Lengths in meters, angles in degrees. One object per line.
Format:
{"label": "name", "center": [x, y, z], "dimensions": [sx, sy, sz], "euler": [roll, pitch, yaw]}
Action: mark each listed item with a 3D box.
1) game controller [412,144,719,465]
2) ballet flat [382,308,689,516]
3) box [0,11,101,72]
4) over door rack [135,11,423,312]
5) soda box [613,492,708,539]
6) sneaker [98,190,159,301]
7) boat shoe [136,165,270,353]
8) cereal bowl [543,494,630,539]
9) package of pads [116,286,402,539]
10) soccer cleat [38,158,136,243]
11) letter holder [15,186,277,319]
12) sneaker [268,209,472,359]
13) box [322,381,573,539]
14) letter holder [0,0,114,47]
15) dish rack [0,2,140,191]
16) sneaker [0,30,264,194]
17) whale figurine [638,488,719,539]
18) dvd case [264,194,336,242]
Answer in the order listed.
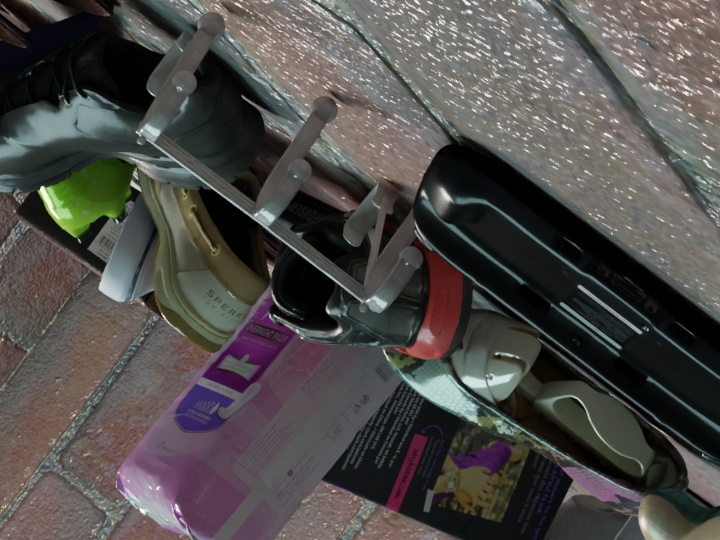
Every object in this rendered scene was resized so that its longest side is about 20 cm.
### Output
{"label": "game controller", "center": [0.109, 0.015, 1.087], "dimensions": [0.199, 0.042, 0.104], "euler": [37, 160, 1]}
{"label": "ballet flat", "center": [0.106, 0.072, 1.417], "dimensions": [0.199, 0.069, 0.071], "euler": [33, 156, -1]}
{"label": "box", "center": [-0.219, -0.122, 1.532], "dimensions": [0.200, 0.120, 0.033], "euler": [176, 75, -82]}
{"label": "over door rack", "center": [-0.035, -0.062, 1.213], "dimensions": [0.147, 0.067, 0.200], "euler": [38, -172, -9]}
{"label": "soda box", "center": [0.258, 0.220, 1.604], "dimensions": [0.199, 0.068, 0.063], "euler": [35, 174, 18]}
{"label": "sneaker", "center": [-0.108, -0.018, 1.575], "dimensions": [0.070, 0.073, 0.200], "euler": [25, -161, 6]}
{"label": "boat shoe", "center": [-0.087, -0.037, 1.488], "dimensions": [0.074, 0.066, 0.201], "euler": [35, -152, -36]}
{"label": "cereal bowl", "center": [0.185, 0.214, 1.766], "dimensions": [0.199, 0.084, 0.200], "euler": [15, -174, -2]}
{"label": "package of pads", "center": [-0.054, 0.085, 1.528], "dimensions": [0.076, 0.200, 0.120], "euler": [46, 167, -26]}
{"label": "soccer cleat", "center": [-0.173, -0.091, 1.583], "dimensions": [0.081, 0.067, 0.200], "euler": [58, -166, -20]}
{"label": "letter holder", "center": [-0.155, -0.018, 1.976], "dimensions": [0.200, 0.101, 0.142], "euler": [31, 174, 46]}
{"label": "sneaker", "center": [-0.016, 0.001, 1.391], "dimensions": [0.097, 0.071, 0.200], "euler": [9, -175, -25]}
{"label": "box", "center": [0.039, 0.109, 1.688], "dimensions": [0.199, 0.107, 0.122], "euler": [27, -179, -33]}
{"label": "letter holder", "center": [-0.247, -0.165, 1.447], "dimensions": [0.142, 0.101, 0.200], "euler": [38, 174, -29]}
{"label": "dish rack", "center": [-0.207, -0.126, 1.784], "dimensions": [0.200, 0.044, 0.171], "euler": [42, 173, -40]}
{"label": "sneaker", "center": [-0.156, -0.095, 1.363], "dimensions": [0.198, 0.076, 0.091], "euler": [-3, 150, 12]}
{"label": "whale figurine", "center": [0.222, 0.155, 1.296], "dimensions": [0.159, 0.104, 0.201], "euler": [35, 150, 23]}
{"label": "dvd case", "center": [0.000, 0.000, 1.630], "dimensions": [0.150, 0.025, 0.200], "euler": [41, 173, -30]}
